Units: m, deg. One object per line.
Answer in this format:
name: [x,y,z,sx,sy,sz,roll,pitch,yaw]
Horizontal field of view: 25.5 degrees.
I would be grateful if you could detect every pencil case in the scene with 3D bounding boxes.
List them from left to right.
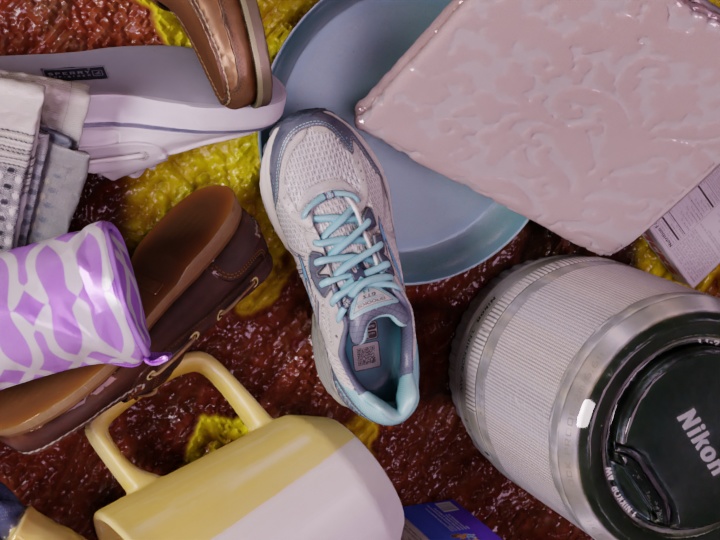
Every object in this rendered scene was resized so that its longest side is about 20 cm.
pencil case: [-0.210,0.038,0.855,0.199,0.084,0.086,-18,92,2]

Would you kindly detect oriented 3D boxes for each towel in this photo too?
towel: [-0.254,-0.031,0.858,0.199,0.035,0.193,5,125,-22]
towel: [0.127,-0.104,0.937,0.200,0.032,0.191,26,132,-21]

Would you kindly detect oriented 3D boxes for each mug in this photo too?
mug: [-0.064,0.150,0.953,0.153,0.149,0.187,-34,117,-20]

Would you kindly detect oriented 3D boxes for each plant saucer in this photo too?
plant saucer: [0.030,-0.091,0.993,0.199,0.027,0.201,-5,106,-16]

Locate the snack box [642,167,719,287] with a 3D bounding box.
snack box: [0.190,-0.084,1.063,0.072,0.024,0.200,-42,112,-6]

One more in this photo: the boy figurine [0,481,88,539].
boy figurine: [-0.186,0.173,0.914,0.064,0.124,0.200,-44,101,-11]

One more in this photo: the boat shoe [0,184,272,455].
boat shoe: [-0.129,0.040,0.932,0.200,0.070,0.070,-43,132,-17]

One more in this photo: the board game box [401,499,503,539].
board game box: [0.078,0.240,0.989,0.045,0.200,0.135,-6,102,-19]

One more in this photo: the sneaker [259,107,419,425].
sneaker: [0.000,0.000,0.946,0.077,0.086,0.201,-21,110,-10]

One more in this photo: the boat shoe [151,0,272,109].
boat shoe: [-0.109,-0.176,0.889,0.068,0.072,0.201,-18,79,-18]

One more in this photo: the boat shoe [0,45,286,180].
boat shoe: [-0.143,-0.086,0.919,0.199,0.074,0.066,0,128,-13]

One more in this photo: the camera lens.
camera lens: [0.159,0.079,0.988,0.159,0.200,0.161,-4,102,-20]
